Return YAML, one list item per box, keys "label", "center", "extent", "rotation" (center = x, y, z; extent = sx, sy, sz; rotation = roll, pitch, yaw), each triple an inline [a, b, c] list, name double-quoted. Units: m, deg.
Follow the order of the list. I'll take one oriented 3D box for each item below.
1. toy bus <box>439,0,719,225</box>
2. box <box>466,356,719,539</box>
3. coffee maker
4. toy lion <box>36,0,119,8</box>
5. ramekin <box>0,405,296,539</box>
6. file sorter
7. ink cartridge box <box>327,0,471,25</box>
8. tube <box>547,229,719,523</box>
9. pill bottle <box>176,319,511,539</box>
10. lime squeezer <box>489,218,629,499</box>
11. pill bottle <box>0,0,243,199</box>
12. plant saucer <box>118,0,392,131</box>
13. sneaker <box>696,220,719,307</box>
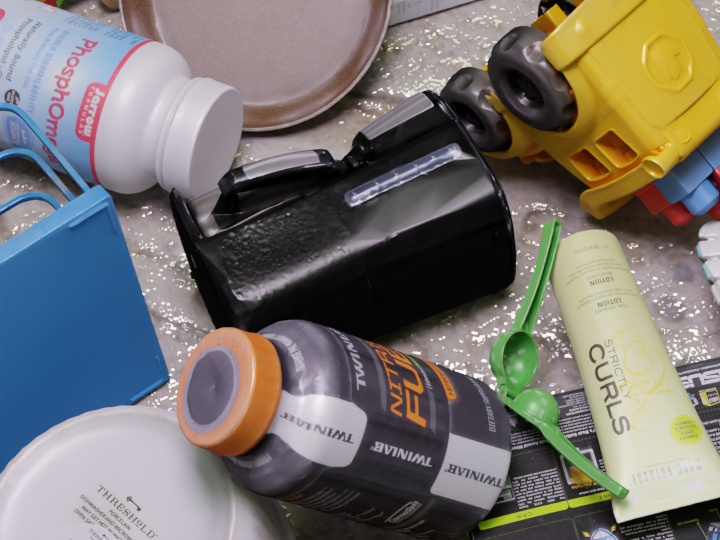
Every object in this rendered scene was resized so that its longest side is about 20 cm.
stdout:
- label: "toy bus"
  center: [0.172, -0.101, 1.515]
  extent: [0.136, 0.200, 0.192]
  rotation: [-43, 96, -24]
- label: "box"
  center: [0.166, 0.159, 1.396]
  extent: [0.199, 0.048, 0.194]
  rotation: [-13, 57, -3]
- label: "coffee maker"
  center: [0.000, 0.000, 1.485]
  extent: [0.199, 0.135, 0.193]
  rotation: [-23, 81, -8]
- label: "toy lion"
  center: [-0.236, -0.242, 1.619]
  extent: [0.191, 0.200, 0.069]
  rotation: [-20, 56, -31]
- label: "ramekin"
  center: [-0.140, 0.177, 1.369]
  extent: [0.199, 0.105, 0.201]
  rotation: [-5, 56, 8]
- label: "file sorter"
  center: [-0.227, 0.014, 1.441]
  extent: [0.139, 0.200, 0.123]
  rotation: [-33, 57, -16]
- label: "ink cartridge box"
  center: [0.051, -0.269, 1.690]
  extent: [0.199, 0.050, 0.163]
  rotation: [-19, 57, -3]
- label: "tube"
  center: [0.167, 0.064, 1.407]
  extent: [0.058, 0.052, 0.201]
  rotation: [-39, 48, 28]
- label: "pill bottle"
  center: [-0.013, 0.092, 1.344]
  extent: [0.106, 0.200, 0.107]
  rotation: [-22, 59, 42]
- label: "lime squeezer"
  center: [0.118, 0.068, 1.408]
  extent: [0.070, 0.038, 0.201]
  rotation: [-22, 54, 16]
- label: "pill bottle"
  center: [-0.187, -0.118, 1.577]
  extent: [0.199, 0.109, 0.109]
  rotation: [19, 60, 17]
- label: "plant saucer"
  center: [-0.073, -0.199, 1.617]
  extent: [0.199, 0.032, 0.201]
  rotation: [0, 91, 11]
- label: "sneaker"
  center: [0.282, 0.034, 1.432]
  extent: [0.091, 0.078, 0.201]
  rotation: [-30, 56, 21]
